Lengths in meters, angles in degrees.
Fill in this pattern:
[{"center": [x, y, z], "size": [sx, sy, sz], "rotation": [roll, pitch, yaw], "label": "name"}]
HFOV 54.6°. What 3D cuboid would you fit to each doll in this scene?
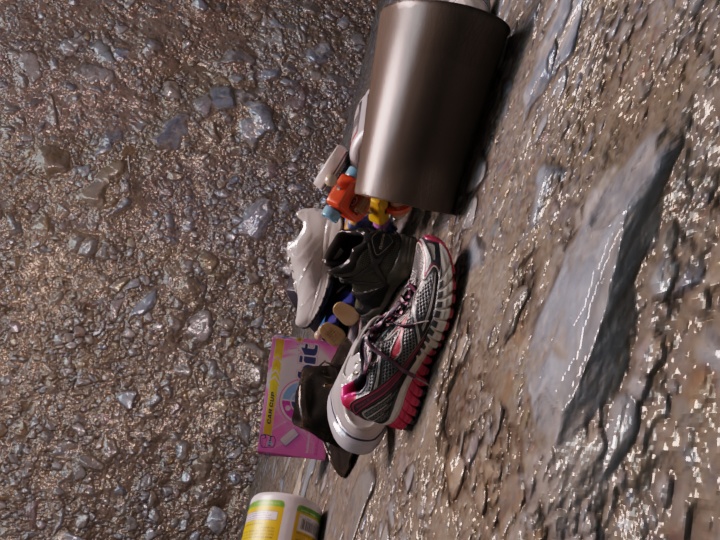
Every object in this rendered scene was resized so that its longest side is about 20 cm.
[{"center": [-0.033, 0.064, 1.160], "size": [0.137, 0.048, 0.200], "rotation": [-56, 5, 13], "label": "doll"}]

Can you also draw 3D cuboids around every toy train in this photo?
[{"center": [0.040, -0.124, 0.867], "size": [0.201, 0.055, 0.150], "rotation": [-57, -31, -9], "label": "toy train"}]

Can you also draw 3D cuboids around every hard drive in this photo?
[{"center": [-0.071, 0.043, 1.265], "size": [0.200, 0.042, 0.136], "rotation": [58, -146, -48], "label": "hard drive"}]

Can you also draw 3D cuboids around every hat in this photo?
[{"center": [-0.056, 0.189, 0.996], "size": [0.200, 0.080, 0.202], "rotation": [-171, 90, -72], "label": "hat"}]

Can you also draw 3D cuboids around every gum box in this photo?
[{"center": [-0.102, 0.215, 1.167], "size": [0.066, 0.113, 0.201], "rotation": [171, 107, -88], "label": "gum box"}]

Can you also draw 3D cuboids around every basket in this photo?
[{"center": [0.068, -0.170, 0.765], "size": [0.180, 0.135, 0.201], "rotation": [-152, 73, -70], "label": "basket"}]

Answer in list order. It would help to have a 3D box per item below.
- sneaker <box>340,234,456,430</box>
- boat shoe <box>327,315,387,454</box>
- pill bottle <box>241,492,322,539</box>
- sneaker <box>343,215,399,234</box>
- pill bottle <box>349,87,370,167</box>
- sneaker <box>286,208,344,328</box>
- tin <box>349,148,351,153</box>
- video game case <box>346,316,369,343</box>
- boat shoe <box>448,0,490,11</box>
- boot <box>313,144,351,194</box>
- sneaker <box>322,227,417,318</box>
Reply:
[{"center": [0.041, 0.061, 0.693], "size": [0.081, 0.074, 0.201], "rotation": [-118, 44, -79], "label": "sneaker"}, {"center": [0.004, 0.124, 0.825], "size": [0.200, 0.073, 0.067], "rotation": [-86, 11, -59], "label": "boat shoe"}, {"center": [-0.125, 0.433, 0.998], "size": [0.111, 0.110, 0.201], "rotation": [116, 168, -53], "label": "pill bottle"}, {"center": [0.020, -0.067, 1.025], "size": [0.200, 0.088, 0.076], "rotation": [106, 176, -72], "label": "sneaker"}, {"center": [0.046, -0.210, 1.048], "size": [0.200, 0.115, 0.116], "rotation": [-85, 13, -55], "label": "pill bottle"}, {"center": [-0.082, -0.006, 1.134], "size": [0.075, 0.087, 0.201], "rotation": [38, -117, -89], "label": "sneaker"}, {"center": [0.017, -0.210, 1.345], "size": [0.112, 0.042, 0.201], "rotation": [29, -105, -66], "label": "tin"}, {"center": [-0.016, 0.161, 1.114], "size": [0.201, 0.017, 0.144], "rotation": [-84, 13, -54], "label": "video game case"}, {"center": [0.108, -0.272, 0.917], "size": [0.200, 0.071, 0.070], "rotation": [130, 159, -56], "label": "boat shoe"}, {"center": [-0.013, -0.134, 1.064], "size": [0.073, 0.090, 0.200], "rotation": [-55, 1, 6], "label": "boot"}, {"center": [0.000, 0.000, 0.975], "size": [0.200, 0.114, 0.077], "rotation": [117, 169, -63], "label": "sneaker"}]
